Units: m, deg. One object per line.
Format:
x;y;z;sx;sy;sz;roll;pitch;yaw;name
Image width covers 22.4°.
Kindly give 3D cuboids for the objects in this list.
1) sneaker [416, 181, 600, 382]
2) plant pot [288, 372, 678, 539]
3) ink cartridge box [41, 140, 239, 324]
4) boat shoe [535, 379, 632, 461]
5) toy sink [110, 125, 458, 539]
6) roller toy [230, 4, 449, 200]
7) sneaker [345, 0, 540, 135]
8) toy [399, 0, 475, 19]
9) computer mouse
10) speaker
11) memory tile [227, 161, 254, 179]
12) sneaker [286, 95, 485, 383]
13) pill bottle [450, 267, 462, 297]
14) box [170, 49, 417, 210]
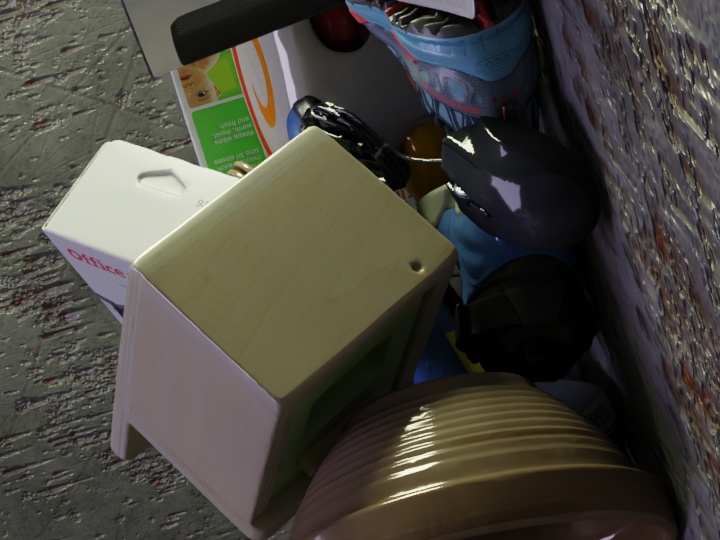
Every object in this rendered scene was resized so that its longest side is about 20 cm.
0.077;0.007;0.977;0.200;0.076;0.112;136;127;-82;sneaker
0.048;0.111;0.893;0.201;0.200;0.093;75;-179;-67;plant pot
-0.105;0.015;1.261;0.145;0.084;0.200;19;155;37;ink cartridge box
0.101;0.096;1.039;0.066;0.070;0.200;61;163;-11;boat shoe
-0.043;0.049;0.943;0.112;0.130;0.200;42;149;15;toy sink
-0.002;-0.148;1.173;0.200;0.139;0.183;-125;22;-58;roller toy
0.045;-0.108;0.935;0.200;0.079;0.096;-108;-1;-70;sneaker
0.012;-0.194;0.883;0.200;0.047;0.116;30;130;59;toy
0.034;-0.047;0.874;0.200;0.034;0.059;16;140;47;computer mouse
-0.042;-0.183;1.042;0.081;0.199;0.081;159;90;-86;speaker
-0.008;-0.009;1.158;0.153;0.017;0.200;48;169;-22;memory tile
0.000;0.000;1.021;0.200;0.078;0.066;59;-167;-12;sneaker
0.066;0.056;1.281;0.200;0.119;0.120;-109;2;-76;pill bottle
-0.026;-0.115;1.345;0.097;0.199;0.177;-108;3;-67;box
